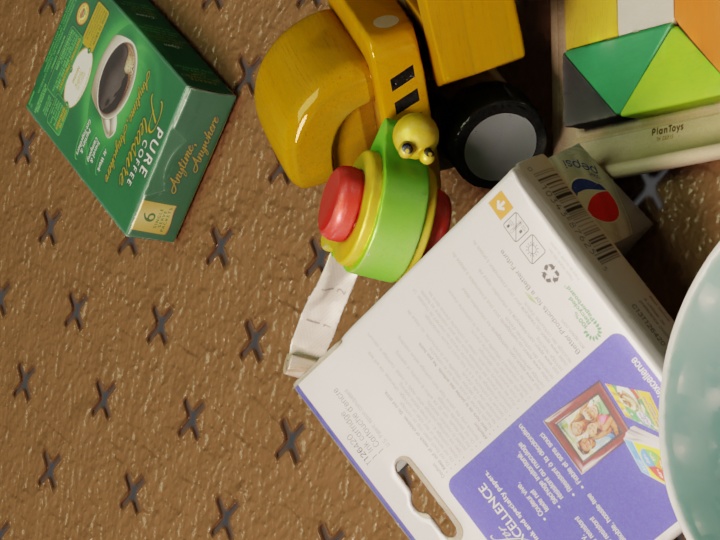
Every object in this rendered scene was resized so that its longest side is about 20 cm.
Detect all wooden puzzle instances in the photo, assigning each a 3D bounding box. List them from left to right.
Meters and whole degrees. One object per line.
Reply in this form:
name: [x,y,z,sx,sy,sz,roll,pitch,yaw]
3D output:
wooden puzzle: [0.161,-0.151,1.335,0.185,0.037,0.200,-10,74,52]

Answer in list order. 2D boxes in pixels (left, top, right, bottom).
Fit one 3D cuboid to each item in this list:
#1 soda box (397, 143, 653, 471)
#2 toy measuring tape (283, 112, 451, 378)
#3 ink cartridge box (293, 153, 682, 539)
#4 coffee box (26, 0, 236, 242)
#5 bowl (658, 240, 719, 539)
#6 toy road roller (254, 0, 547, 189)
soda box: [0.070,0.022,1.369,0.063,0.068,0.200,48,126,12]
toy measuring tape: [0.000,0.000,1.365,0.074,0.073,0.200,60,137,42]
ink cartridge box: [0.087,0.076,1.305,0.198,0.047,0.200,52,129,10]
coffee box: [-0.166,-0.119,1.758,0.200,0.044,0.123,47,119,48]
bowl: [0.240,0.062,1.119,0.201,0.105,0.201,-16,70,50]
toy road roller: [0.011,-0.129,1.381,0.123,0.146,0.200,-120,16,-55]
